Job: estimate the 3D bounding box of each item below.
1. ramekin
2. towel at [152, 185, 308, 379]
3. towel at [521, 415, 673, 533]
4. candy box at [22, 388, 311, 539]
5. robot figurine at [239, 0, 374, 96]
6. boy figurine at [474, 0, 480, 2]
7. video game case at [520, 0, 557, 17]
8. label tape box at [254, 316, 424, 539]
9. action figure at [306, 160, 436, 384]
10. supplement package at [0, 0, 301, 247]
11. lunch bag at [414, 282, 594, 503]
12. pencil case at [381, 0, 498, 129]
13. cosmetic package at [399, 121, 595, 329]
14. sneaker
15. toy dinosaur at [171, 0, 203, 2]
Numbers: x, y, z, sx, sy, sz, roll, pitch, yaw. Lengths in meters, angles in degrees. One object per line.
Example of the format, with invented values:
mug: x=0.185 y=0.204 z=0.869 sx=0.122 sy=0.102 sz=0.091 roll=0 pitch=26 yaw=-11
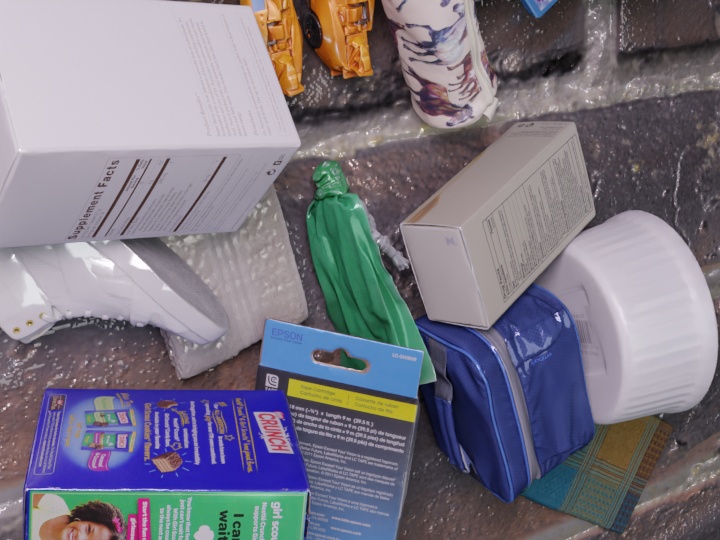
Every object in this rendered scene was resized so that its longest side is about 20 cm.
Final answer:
ramekin: x=0.245 y=0.051 z=1.050 sx=0.096 sy=0.200 sz=0.204 roll=-14 pitch=112 yaw=-19
towel: x=-0.123 y=-0.020 z=0.890 sx=0.131 sy=0.034 sz=0.203 roll=-25 pitch=118 yaw=-22
towel: x=0.265 y=0.209 z=1.216 sx=0.198 sy=0.022 sz=0.148 roll=27 pitch=91 yaw=-37
candy box: x=-0.145 y=0.156 z=0.816 sx=0.196 sy=0.169 sz=0.078 roll=1 pitch=108 yaw=-11
robot figurine: x=-0.046 y=-0.247 z=0.850 sx=0.143 sy=0.058 sz=0.203 roll=-20 pitch=115 yaw=-29
boy figurine: x=0.092 y=-0.336 z=0.909 sx=0.123 sy=0.064 sz=0.203 roll=-20 pitch=117 yaw=-19
video game case: x=0.179 y=-0.325 z=0.869 sx=0.200 sy=0.018 sz=0.143 roll=-44 pitch=128 yaw=3
label tape box: x=-0.023 y=0.144 z=0.939 sx=0.142 sy=0.063 sz=0.204 roll=11 pitch=103 yaw=8
action figure: x=0.000 y=0.000 z=0.945 sx=0.055 sy=0.117 sz=0.203 roll=-37 pitch=115 yaw=-44
supplement package: x=-0.164 y=-0.100 z=0.733 sx=0.197 sy=0.120 sz=0.123 roll=-5 pitch=65 yaw=-36
lunch bag: x=0.127 y=0.117 z=1.028 sx=0.131 sy=0.135 sz=0.203 roll=-28 pitch=119 yaw=-21
pencil case: x=0.064 y=-0.210 z=0.890 sx=0.078 sy=0.089 sz=0.201 roll=-46 pitch=141 yaw=-21
cosmetic package: x=0.130 y=-0.046 z=0.982 sx=0.199 sy=0.070 sz=0.107 roll=-39 pitch=122 yaw=-38
sneaker: x=-0.204 y=0.017 z=0.812 sx=0.199 sy=0.074 sz=0.116 roll=38 pitch=101 yaw=-17
toy dinosaur: x=-0.162 y=-0.184 z=0.790 sx=0.197 sy=0.048 sz=0.089 roll=-17 pitch=147 yaw=-10
